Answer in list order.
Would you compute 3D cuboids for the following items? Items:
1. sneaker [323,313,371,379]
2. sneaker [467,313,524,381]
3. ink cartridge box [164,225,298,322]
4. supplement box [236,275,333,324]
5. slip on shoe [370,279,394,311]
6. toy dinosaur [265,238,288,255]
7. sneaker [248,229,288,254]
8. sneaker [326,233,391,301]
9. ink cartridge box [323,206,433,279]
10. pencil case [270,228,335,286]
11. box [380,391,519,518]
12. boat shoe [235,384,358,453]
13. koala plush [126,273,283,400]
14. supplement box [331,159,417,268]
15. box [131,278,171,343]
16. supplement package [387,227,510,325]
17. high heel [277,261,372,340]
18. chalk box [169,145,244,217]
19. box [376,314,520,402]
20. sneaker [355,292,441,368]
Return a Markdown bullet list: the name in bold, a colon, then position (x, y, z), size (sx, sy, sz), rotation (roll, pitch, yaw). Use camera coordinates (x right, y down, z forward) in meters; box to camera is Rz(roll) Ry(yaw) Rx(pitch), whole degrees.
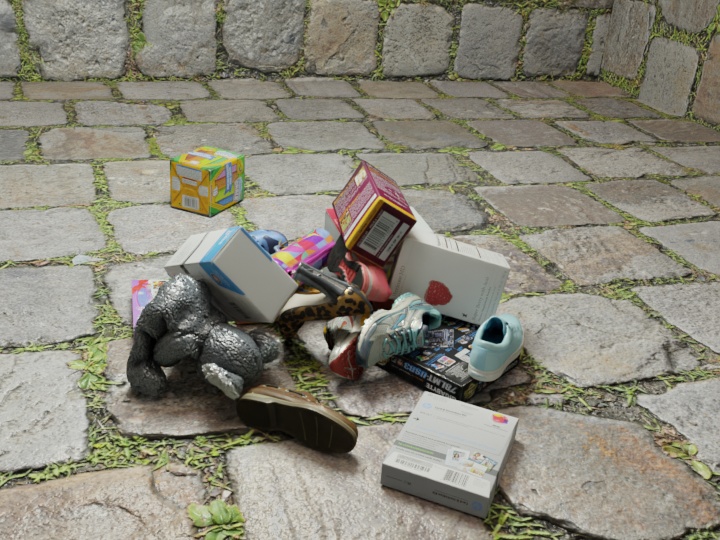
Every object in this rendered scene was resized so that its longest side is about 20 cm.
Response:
- **sneaker**: position (-0.029, 0.129, 1.392), size (0.081, 0.078, 0.200), rotation (2, 17, 10)
- **sneaker**: position (0.238, 0.108, 1.353), size (0.073, 0.082, 0.200), rotation (16, 28, 16)
- **ink cartridge box**: position (-0.219, 0.010, 1.340), size (0.199, 0.145, 0.084), rotation (-4, 45, 55)
- **supplement box**: position (-0.141, 0.054, 1.522), size (0.198, 0.069, 0.067), rotation (-1, 28, -18)
- **slip on shoe**: position (0.014, 0.050, 1.517), size (0.061, 0.075, 0.199), rotation (-13, -8, 43)
- **toy dinosaur**: position (-0.172, 0.009, 1.556), size (0.180, 0.106, 0.200), rotation (13, 15, -5)
- **sneaker**: position (-0.248, -0.035, 1.688), size (0.198, 0.074, 0.082), rotation (-8, 29, -10)
- **sneaker**: position (0.000, 0.000, 1.465), size (0.086, 0.074, 0.200), rotation (23, 23, -28)
- **ink cartridge box**: position (0.034, -0.039, 1.654), size (0.198, 0.146, 0.145), rotation (-3, 27, -16)
- **pencil case**: position (-0.116, -0.012, 1.496), size (0.088, 0.089, 0.200), rotation (16, 28, 21)
- **box**: position (0.134, 0.261, 1.170), size (0.155, 0.041, 0.200), rotation (14, 28, 17)
- **boat shoe**: position (-0.086, 0.210, 1.198), size (0.199, 0.072, 0.068), rotation (16, 28, 21)
- **koala plush**: position (-0.237, 0.121, 1.261), size (0.199, 0.185, 0.177), rotation (26, 32, 19)
- **supplement box**: position (0.022, -0.108, 1.479), size (0.085, 0.111, 0.200), rotation (29, 19, -22)
- **box**: position (-0.349, 0.074, 1.473), size (0.136, 0.039, 0.200), rotation (-2, 26, -16)
- **supplement package**: position (0.158, 0.010, 1.481), size (0.199, 0.122, 0.120), rotation (16, 14, -1)
- **high heel**: position (-0.064, 0.084, 1.374), size (0.142, 0.201, 0.072), rotation (27, 46, 5)
- **chalk box**: position (-0.369, -0.233, 2.011), size (0.124, 0.125, 0.200), rotation (15, 27, 20)
- **box**: position (0.150, 0.142, 1.411), size (0.198, 0.050, 0.199), rotation (23, 31, 34)
- **sneaker**: position (0.067, 0.103, 1.341), size (0.086, 0.078, 0.200), rotation (23, 39, 27)
